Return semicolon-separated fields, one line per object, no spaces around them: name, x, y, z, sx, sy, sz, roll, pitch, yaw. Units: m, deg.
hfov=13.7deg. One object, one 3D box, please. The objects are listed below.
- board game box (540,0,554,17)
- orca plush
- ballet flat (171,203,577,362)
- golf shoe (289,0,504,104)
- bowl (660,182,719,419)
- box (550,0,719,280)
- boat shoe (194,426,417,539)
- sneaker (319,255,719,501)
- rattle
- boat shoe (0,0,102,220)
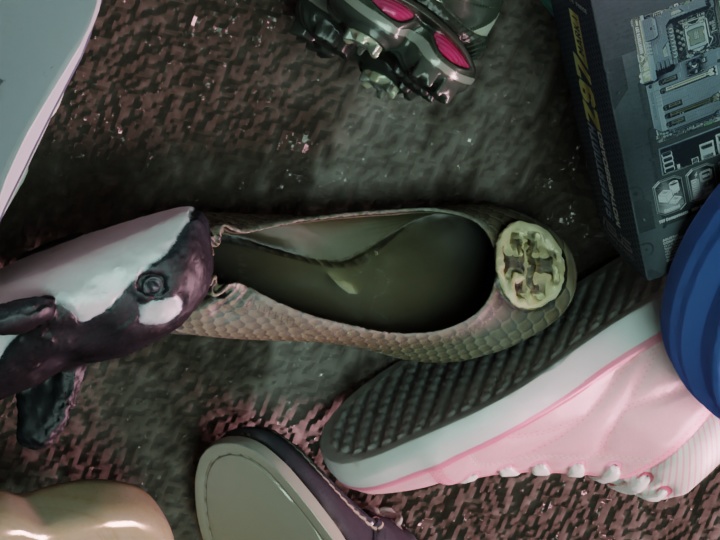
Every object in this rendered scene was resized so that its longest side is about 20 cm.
board game box;0.192;-0.128;1.252;0.200;0.045;0.152;-42;123;1
orca plush;-0.143;0.043;1.158;0.200;0.105;0.071;-23;100;-9
ballet flat;0.000;0.000;1.226;0.199;0.046;0.068;2;72;-20
golf shoe;-0.022;-0.146;1.152;0.200;0.077;0.088;35;78;-34
bowl;0.221;-0.002;1.232;0.200;0.039;0.201;-17;137;-16
box;0.180;-0.103;1.202;0.200;0.051;0.158;-23;125;-10
boat shoe;-0.005;0.134;1.309;0.200;0.073;0.063;57;44;-27
sneaker;0.086;0.070;1.289;0.200;0.075;0.105;-27;117;-13
rattle;-0.135;0.155;1.180;0.130;0.143;0.200;-24;154;16
boat shoe;-0.162;-0.038;1.125;0.072;0.066;0.200;27;85;0
